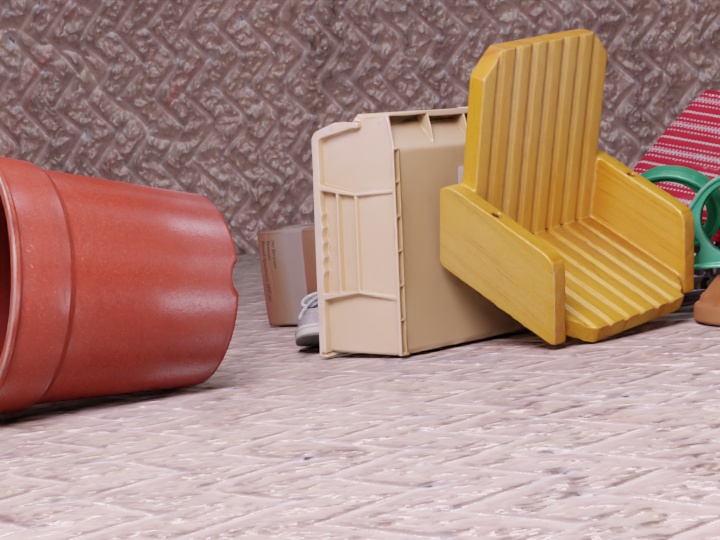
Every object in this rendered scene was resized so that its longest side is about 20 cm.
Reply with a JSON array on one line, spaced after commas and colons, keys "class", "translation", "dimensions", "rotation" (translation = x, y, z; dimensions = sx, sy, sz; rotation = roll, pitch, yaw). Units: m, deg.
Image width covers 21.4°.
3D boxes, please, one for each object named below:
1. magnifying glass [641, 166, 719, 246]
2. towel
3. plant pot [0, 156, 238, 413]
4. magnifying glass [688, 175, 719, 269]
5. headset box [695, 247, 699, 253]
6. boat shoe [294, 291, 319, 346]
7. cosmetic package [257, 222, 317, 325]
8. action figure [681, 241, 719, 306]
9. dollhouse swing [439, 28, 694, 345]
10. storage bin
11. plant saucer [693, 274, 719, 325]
[{"class": "magnifying glass", "translation": [0.231, -0.052, 1.712], "dimensions": [0.199, 0.080, 0.022], "rotation": [-6, 34, 31]}, {"class": "towel", "translation": [0.336, -0.100, 1.791], "dimensions": [0.144, 0.023, 0.200], "rotation": [15, 47, 37]}, {"class": "plant pot", "translation": [-0.207, 0.014, 1.406], "dimensions": [0.194, 0.203, 0.200], "rotation": [3, -2, -34]}, {"class": "magnifying glass", "translation": [0.278, -0.017, 1.645], "dimensions": [0.199, 0.080, 0.022], "rotation": [-32, -4, 23]}, {"class": "headset box", "translation": [0.305, -0.040, 2.308], "dimensions": [0.148, 0.078, 0.199], "rotation": [-9, 5, -37]}, {"class": "boat shoe", "translation": [-0.014, 0.031, 1.706], "dimensions": [0.074, 0.065, 0.202], "rotation": [-5, 3, 16]}, {"class": "cosmetic package", "translation": [0.000, 0.000, 1.912], "dimensions": [0.199, 0.104, 0.087], "rotation": [-5, 5, 40]}, {"class": "action figure", "translation": [0.283, -0.001, 1.763], "dimensions": [0.129, 0.070, 0.200], "rotation": [9, 14, 26]}, {"class": "dollhouse swing", "translation": [0.184, -0.074, 1.546], "dimensions": [0.181, 0.177, 0.199], "rotation": [36, 34, 32]}, {"class": "storage bin", "translation": [0.062, -0.037, 1.608], "dimensions": [0.093, 0.200, 0.199], "rotation": [3, 8, 44]}, {"class": "plant saucer", "translation": [0.375, 0.016, 1.573], "dimensions": [0.198, 0.038, 0.200], "rotation": [-5, 4, 0]}]
